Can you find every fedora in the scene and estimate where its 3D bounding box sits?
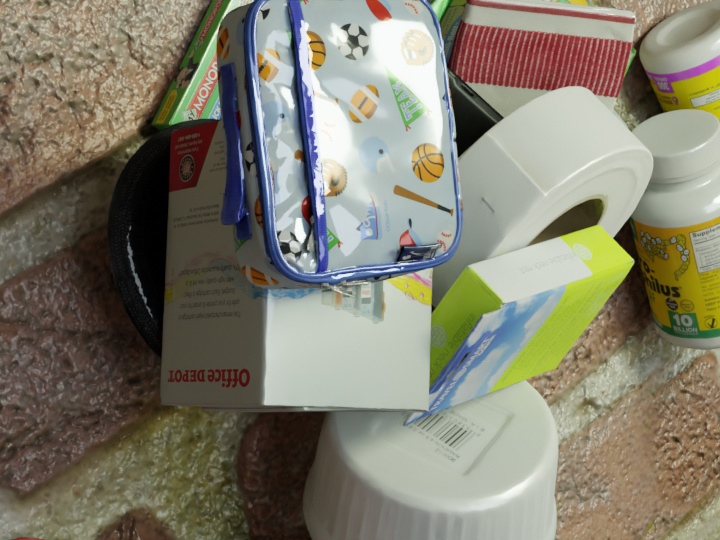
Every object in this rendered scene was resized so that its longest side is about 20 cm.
[{"bbox_3d":[-0.121,-0.011,1.461,0.199,0.091,0.202,2,86,-35],"label":"fedora"}]

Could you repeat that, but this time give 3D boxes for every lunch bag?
[{"bbox_3d":[-0.017,-0.082,1.261,0.159,0.075,0.202,-5,87,-31],"label":"lunch bag"}]

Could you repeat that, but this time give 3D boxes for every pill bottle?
[{"bbox_3d":[0.303,-0.039,1.764,0.113,0.112,0.201,-37,125,-30],"label":"pill bottle"},{"bbox_3d":[0.341,-0.142,1.811,0.104,0.104,0.201,-42,117,-28],"label":"pill bottle"}]

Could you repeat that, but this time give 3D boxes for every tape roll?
[{"bbox_3d":[0.126,-0.043,1.476,0.202,0.203,0.071,-26,65,-34],"label":"tape roll"}]

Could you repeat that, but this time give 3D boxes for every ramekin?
[{"bbox_3d":[0.058,0.150,1.490,0.200,0.200,0.098,-26,139,-34],"label":"ramekin"}]

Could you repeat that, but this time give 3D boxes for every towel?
[{"bbox_3d":[0.129,-0.123,1.545,0.143,0.023,0.201,4,123,-14],"label":"towel"}]

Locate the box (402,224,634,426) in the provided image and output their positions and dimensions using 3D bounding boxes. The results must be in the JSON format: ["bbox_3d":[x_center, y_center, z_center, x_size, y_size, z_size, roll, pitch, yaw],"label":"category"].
[{"bbox_3d":[0.107,0.039,1.434,0.199,0.048,0.122,-16,146,-49],"label":"box"}]

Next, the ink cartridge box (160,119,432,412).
[{"bbox_3d":[-0.045,0.001,1.368,0.144,0.145,0.202,6,85,-34],"label":"ink cartridge box"}]

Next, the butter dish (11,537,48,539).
[{"bbox_3d":[-0.193,0.301,1.351,0.198,0.148,0.201,16,81,3],"label":"butter dish"}]

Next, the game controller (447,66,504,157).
[{"bbox_3d":[0.028,-0.124,1.509,0.200,0.042,0.104,41,100,-9],"label":"game controller"}]

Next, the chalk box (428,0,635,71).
[{"bbox_3d":[0.108,-0.188,1.610,0.200,0.123,0.125,37,71,-34],"label":"chalk box"}]

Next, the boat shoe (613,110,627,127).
[{"bbox_3d":[0.190,-0.057,1.719,0.071,0.070,0.202,31,71,-31],"label":"boat shoe"}]

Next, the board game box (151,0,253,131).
[{"bbox_3d":[-0.067,-0.166,1.534,0.134,0.029,0.201,35,72,-34],"label":"board game box"}]

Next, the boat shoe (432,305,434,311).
[{"bbox_3d":[0.069,0.052,1.613,0.072,0.059,0.201,0,106,-41],"label":"boat shoe"}]
